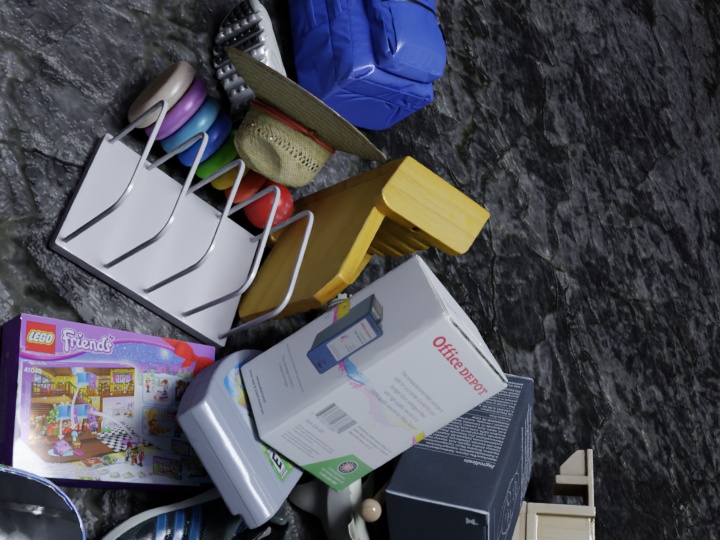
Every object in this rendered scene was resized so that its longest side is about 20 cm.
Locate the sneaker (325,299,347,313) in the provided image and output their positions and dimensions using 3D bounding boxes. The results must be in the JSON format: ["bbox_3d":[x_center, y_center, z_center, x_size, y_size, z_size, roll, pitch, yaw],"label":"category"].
[{"bbox_3d":[0.063,0.060,0.994,0.200,0.099,0.078,12,53,-48],"label":"sneaker"}]

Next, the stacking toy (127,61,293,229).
[{"bbox_3d":[-0.144,-0.121,1.017,0.200,0.085,0.085,45,46,-24],"label":"stacking toy"}]

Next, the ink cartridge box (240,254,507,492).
[{"bbox_3d":[0.015,0.100,0.898,0.145,0.200,0.088,47,15,-46],"label":"ink cartridge box"}]

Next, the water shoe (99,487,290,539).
[{"bbox_3d":[-0.148,0.241,0.831,0.200,0.079,0.072,-23,121,-41],"label":"water shoe"}]

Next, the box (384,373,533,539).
[{"bbox_3d":[0.110,0.223,1.024,0.200,0.107,0.149,-58,150,-50],"label":"box"}]

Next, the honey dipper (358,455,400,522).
[{"bbox_3d":[0.037,0.222,1.025,0.038,0.038,0.200,68,17,2],"label":"honey dipper"}]

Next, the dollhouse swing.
[{"bbox_3d":[0.000,0.000,1.026,0.182,0.200,0.176,30,60,-33],"label":"dollhouse swing"}]

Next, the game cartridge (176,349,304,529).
[{"bbox_3d":[-0.101,0.142,0.893,0.133,0.040,0.200,57,12,-2],"label":"game cartridge"}]

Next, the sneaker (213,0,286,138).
[{"bbox_3d":[-0.114,-0.211,1.105,0.081,0.075,0.200,12,67,-57],"label":"sneaker"}]

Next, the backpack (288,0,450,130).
[{"bbox_3d":[0.011,-0.298,1.195,0.162,0.168,0.200,10,62,-50],"label":"backpack"}]

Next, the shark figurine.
[{"bbox_3d":[-0.032,0.204,0.997,0.128,0.089,0.215,45,43,-72],"label":"shark figurine"}]

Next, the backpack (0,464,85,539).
[{"bbox_3d":[-0.300,0.215,0.659,0.200,0.147,0.183,17,60,-36],"label":"backpack"}]

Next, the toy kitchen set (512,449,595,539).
[{"bbox_3d":[0.192,0.299,1.184,0.200,0.180,0.163,74,20,-64],"label":"toy kitchen set"}]

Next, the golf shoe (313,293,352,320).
[{"bbox_3d":[0.042,0.100,1.085,0.200,0.078,0.097,14,47,-17],"label":"golf shoe"}]

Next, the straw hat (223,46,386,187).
[{"bbox_3d":[-0.075,-0.130,0.973,0.201,0.201,0.085,34,90,-31],"label":"straw hat"}]

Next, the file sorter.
[{"bbox_3d":[-0.161,-0.043,0.934,0.200,0.124,0.139,37,50,-30],"label":"file sorter"}]

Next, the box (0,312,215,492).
[{"bbox_3d":[-0.219,0.123,0.863,0.200,0.039,0.137,16,62,-41],"label":"box"}]
